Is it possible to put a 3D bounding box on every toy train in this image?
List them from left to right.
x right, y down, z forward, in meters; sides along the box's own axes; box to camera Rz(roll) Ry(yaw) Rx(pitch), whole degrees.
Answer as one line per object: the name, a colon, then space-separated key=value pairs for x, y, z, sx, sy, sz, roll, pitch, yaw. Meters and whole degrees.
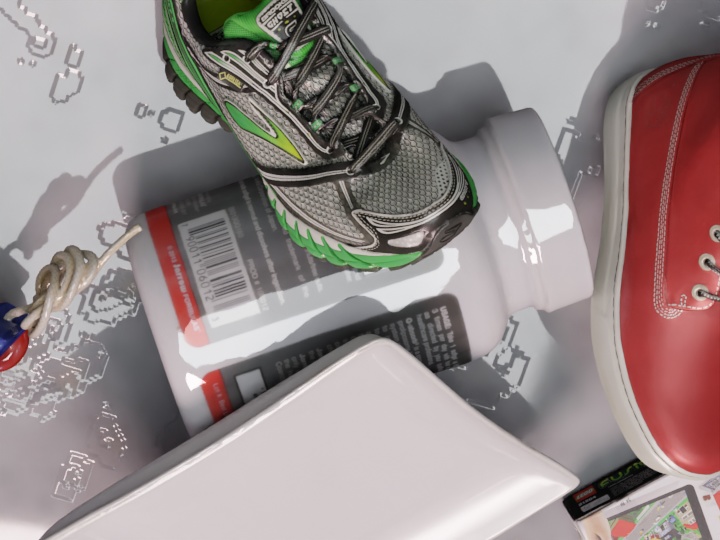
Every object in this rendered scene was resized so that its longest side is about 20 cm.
toy train: x=-0.206 y=0.008 z=1.242 sx=0.116 sy=0.085 sz=0.200 roll=44 pitch=105 yaw=-3

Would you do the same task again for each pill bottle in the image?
pill bottle: x=0.000 y=0.000 z=1.257 sx=0.200 sy=0.116 sz=0.116 roll=-18 pitch=107 yaw=-3

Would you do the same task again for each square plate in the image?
square plate: x=-0.024 y=0.108 z=1.266 sx=0.198 sy=0.028 sz=0.200 roll=-33 pitch=144 yaw=16

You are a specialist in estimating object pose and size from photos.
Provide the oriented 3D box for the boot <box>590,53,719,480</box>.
boot: x=0.174 y=-0.008 z=1.229 sx=0.072 sy=0.144 sz=0.200 roll=5 pitch=78 yaw=-31

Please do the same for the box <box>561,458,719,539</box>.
box: x=0.215 y=0.118 z=1.361 sx=0.200 sy=0.035 sz=0.110 roll=-28 pitch=107 yaw=0

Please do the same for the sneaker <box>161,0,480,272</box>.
sneaker: x=-0.027 y=-0.075 z=1.190 sx=0.078 sy=0.200 sz=0.085 roll=-39 pitch=151 yaw=-17
